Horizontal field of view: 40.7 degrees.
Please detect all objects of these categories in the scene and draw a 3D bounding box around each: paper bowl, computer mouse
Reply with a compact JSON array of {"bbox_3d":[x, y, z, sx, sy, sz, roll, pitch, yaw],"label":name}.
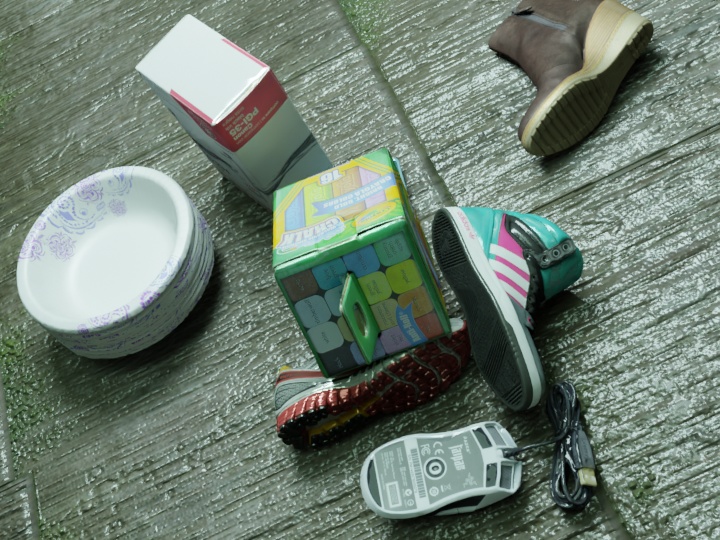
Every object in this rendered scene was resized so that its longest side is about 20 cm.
[{"bbox_3d":[-0.250,-0.001,1.027,0.199,0.105,0.202,-10,55,14],"label":"paper bowl"},{"bbox_3d":[0.098,0.166,0.831,0.198,0.044,0.110,-13,60,6],"label":"computer mouse"}]

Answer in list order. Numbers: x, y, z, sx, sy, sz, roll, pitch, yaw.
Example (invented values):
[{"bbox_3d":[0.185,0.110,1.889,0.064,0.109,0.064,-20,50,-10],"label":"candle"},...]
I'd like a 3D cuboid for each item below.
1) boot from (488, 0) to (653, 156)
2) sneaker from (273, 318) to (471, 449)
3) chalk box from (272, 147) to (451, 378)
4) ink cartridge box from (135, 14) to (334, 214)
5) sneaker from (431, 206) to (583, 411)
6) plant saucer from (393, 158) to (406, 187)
[{"bbox_3d":[0.196,-0.215,1.037,0.200,0.072,0.166,-47,43,-11],"label":"boot"},{"bbox_3d":[0.008,0.086,0.893,0.199,0.078,0.082,-22,49,3],"label":"sneaker"},{"bbox_3d":[0.000,0.000,0.857,0.123,0.125,0.200,-21,30,6],"label":"chalk box"},{"bbox_3d":[-0.121,-0.150,1.016,0.083,0.200,0.146,-47,55,-8],"label":"ink cartridge box"},{"bbox_3d":[0.150,0.024,0.866,0.120,0.084,0.201,-8,60,-20],"label":"sneaker"},{"bbox_3d":[0.029,-0.027,0.994,0.069,0.019,0.201,-19,53,8],"label":"plant saucer"}]
